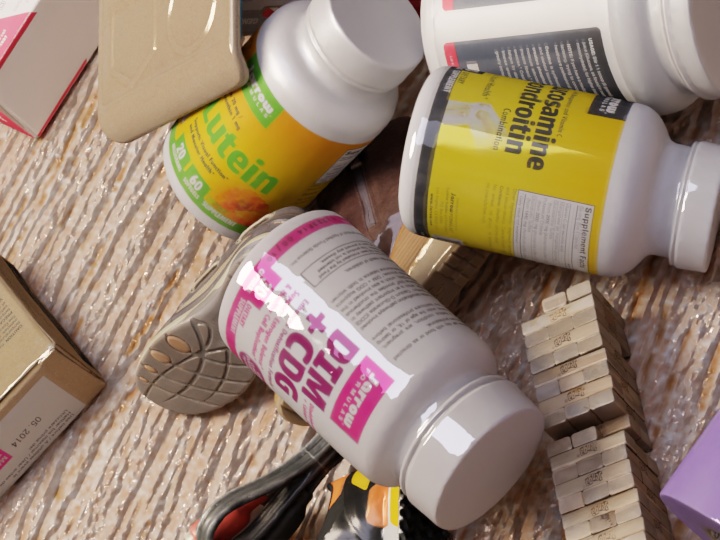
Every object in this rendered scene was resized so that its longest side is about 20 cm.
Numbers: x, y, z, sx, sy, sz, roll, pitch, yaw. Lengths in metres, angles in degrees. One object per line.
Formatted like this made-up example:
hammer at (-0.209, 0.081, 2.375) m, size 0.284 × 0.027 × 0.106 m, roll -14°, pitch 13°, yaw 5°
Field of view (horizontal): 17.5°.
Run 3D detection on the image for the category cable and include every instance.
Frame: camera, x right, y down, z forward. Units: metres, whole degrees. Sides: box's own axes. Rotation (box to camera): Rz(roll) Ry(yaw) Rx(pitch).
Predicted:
cable at (-0.049, 0.132, 1.551) m, size 0.050 × 0.097 × 0.201 m, roll 35°, pitch 85°, yaw 36°

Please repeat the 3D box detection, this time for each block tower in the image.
block tower at (0.149, 0.109, 1.456) m, size 0.054 × 0.058 × 0.201 m, roll -24°, pitch 51°, yaw 21°

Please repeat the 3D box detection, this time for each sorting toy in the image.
sorting toy at (-0.132, -0.207, 1.663) m, size 0.185 × 0.036 × 0.202 m, roll -20°, pitch 71°, yaw 52°

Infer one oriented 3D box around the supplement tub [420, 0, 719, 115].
supplement tub at (0.153, -0.170, 1.558) m, size 0.199 × 0.140 × 0.141 m, roll -2°, pitch 63°, yaw 33°

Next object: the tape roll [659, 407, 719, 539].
tape roll at (0.264, 0.146, 1.258) m, size 0.200 × 0.200 × 0.085 m, roll 34°, pitch 84°, yaw 42°

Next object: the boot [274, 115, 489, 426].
boot at (0.000, 0.000, 1.629) m, size 0.200 × 0.072 × 0.167 m, roll -44°, pitch 35°, yaw 9°

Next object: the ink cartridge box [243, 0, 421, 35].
ink cartridge box at (-0.019, -0.234, 1.750) m, size 0.199 × 0.084 × 0.177 m, roll 4°, pitch 67°, yaw 36°

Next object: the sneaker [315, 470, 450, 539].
sneaker at (-0.002, 0.217, 1.492) m, size 0.089 × 0.070 × 0.202 m, roll -10°, pitch 54°, yaw 36°

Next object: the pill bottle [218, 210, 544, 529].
pill bottle at (0.014, 0.062, 1.467) m, size 0.200 × 0.113 × 0.114 m, roll 41°, pitch 90°, yaw 27°

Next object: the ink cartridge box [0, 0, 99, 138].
ink cartridge box at (-0.311, -0.214, 1.936) m, size 0.199 × 0.084 × 0.145 m, roll 24°, pitch 79°, yaw 41°

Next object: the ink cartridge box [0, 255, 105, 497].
ink cartridge box at (-0.311, 0.097, 1.762) m, size 0.200 × 0.075 × 0.165 m, roll -46°, pitch 50°, yaw 2°

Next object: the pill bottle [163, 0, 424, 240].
pill bottle at (-0.043, -0.117, 1.634) m, size 0.200 × 0.110 × 0.112 m, roll -43°, pitch 43°, yaw 40°

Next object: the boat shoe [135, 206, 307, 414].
boat shoe at (-0.086, 0.029, 1.637) m, size 0.200 × 0.074 × 0.074 m, roll -42°, pitch 16°, yaw 38°

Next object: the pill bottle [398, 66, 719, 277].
pill bottle at (0.131, -0.059, 1.497) m, size 0.198 × 0.112 × 0.113 m, roll 12°, pitch 69°, yaw 11°
